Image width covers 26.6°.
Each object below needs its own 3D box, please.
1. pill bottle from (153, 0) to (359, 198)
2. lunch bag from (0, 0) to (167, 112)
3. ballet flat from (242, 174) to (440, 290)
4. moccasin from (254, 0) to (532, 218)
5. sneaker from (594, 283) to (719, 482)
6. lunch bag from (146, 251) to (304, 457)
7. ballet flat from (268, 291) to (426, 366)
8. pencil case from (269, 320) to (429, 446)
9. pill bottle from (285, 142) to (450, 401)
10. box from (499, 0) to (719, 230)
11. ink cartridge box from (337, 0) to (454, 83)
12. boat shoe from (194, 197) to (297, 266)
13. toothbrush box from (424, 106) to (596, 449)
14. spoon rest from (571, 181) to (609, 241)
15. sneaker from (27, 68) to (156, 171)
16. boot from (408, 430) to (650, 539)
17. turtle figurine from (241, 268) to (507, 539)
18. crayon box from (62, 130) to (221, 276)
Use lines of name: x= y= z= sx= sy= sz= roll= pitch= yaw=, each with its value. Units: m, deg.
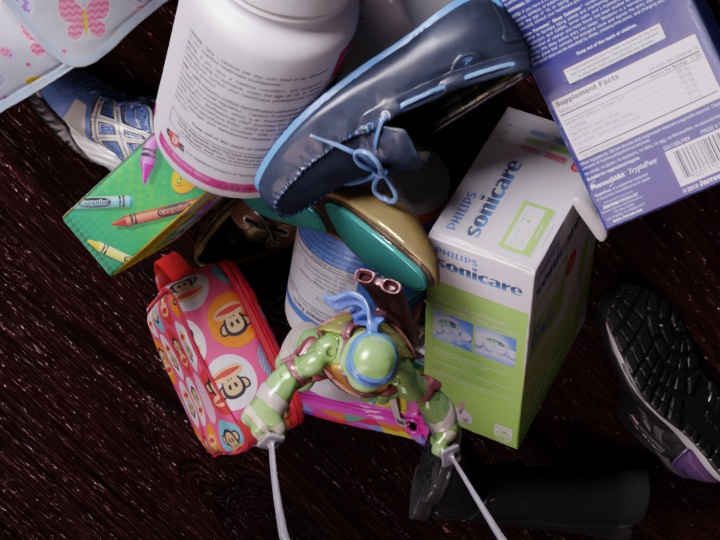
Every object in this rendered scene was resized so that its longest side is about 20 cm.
pill bottle: x=-0.064 y=-0.148 z=0.979 sx=0.113 sy=0.114 sz=0.201 roll=31 pitch=143 yaw=5
lunch bag: x=-0.265 y=-0.235 z=1.174 sx=0.198 sy=0.128 sz=0.170 roll=-22 pitch=118 yaw=26
ballet flat: x=-0.008 y=-0.049 z=1.057 sx=0.199 sy=0.063 sz=0.069 roll=27 pitch=157 yaw=38
moccasin: x=0.020 y=-0.094 z=0.967 sx=0.199 sy=0.080 sz=0.069 roll=-39 pitch=73 yaw=15
sneaker: x=0.226 y=0.097 z=1.201 sx=0.087 sy=0.076 sz=0.201 roll=-9 pitch=125 yaw=51
lunch bag: x=-0.127 y=0.067 z=1.302 sx=0.178 sy=0.081 sz=0.200 roll=63 pitch=164 yaw=-1
ballet flat: x=0.012 y=0.030 z=1.313 sx=0.198 sy=0.072 sz=0.073 roll=16 pitch=140 yaw=24
pencil case: x=-0.004 y=0.101 z=1.377 sx=0.198 sy=0.089 sz=0.089 roll=11 pitch=137 yaw=31
pill bottle: x=0.000 y=0.000 z=1.200 sx=0.111 sy=0.112 sz=0.202 roll=23 pitch=127 yaw=16
box: x=0.166 y=-0.139 z=0.964 sx=0.120 sy=0.032 sz=0.202 roll=-22 pitch=98 yaw=34
ink cartridge box: x=-0.029 y=-0.212 z=1.047 sx=0.145 sy=0.084 sz=0.201 roll=-17 pitch=120 yaw=46
boat shoe: x=-0.071 y=-0.045 z=1.280 sx=0.072 sy=0.068 sz=0.199 roll=44 pitch=142 yaw=-12
toothbrush box: x=0.113 y=0.008 z=1.127 sx=0.085 sy=0.146 sz=0.201 roll=19 pitch=140 yaw=19
spoon rest: x=0.235 y=-0.085 z=1.007 sx=0.199 sy=0.061 sz=0.100 roll=-23 pitch=117 yaw=32
sneaker: x=-0.203 y=-0.127 z=1.309 sx=0.199 sy=0.076 sz=0.077 roll=40 pitch=117 yaw=-1
boot: x=0.150 y=0.183 z=1.290 sx=0.197 sy=0.066 sz=0.165 roll=9 pitch=161 yaw=-3
turtle figurine: x=-0.008 y=0.105 z=1.071 sx=0.194 sy=0.142 sz=0.202 roll=-141 pitch=30 yaw=-83
crayon box: x=-0.139 y=-0.070 z=1.169 sx=0.119 sy=0.200 sz=0.058 roll=-40 pitch=93 yaw=12
